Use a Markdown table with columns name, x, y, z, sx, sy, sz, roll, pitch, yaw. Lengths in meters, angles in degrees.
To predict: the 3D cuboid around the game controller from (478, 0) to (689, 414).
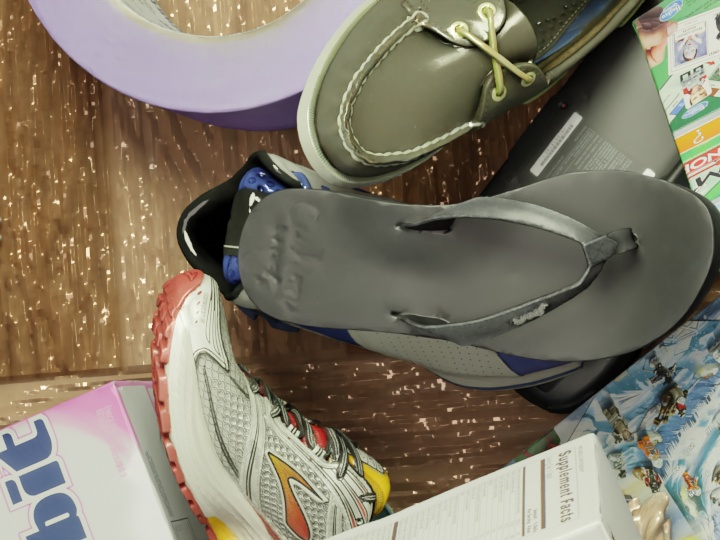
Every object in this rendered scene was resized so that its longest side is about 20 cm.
| name | x | y | z | sx | sy | sz | roll | pitch | yaw |
| --- | --- | --- | --- | --- | --- | --- | --- | --- | --- |
| game controller | 0.117 | -0.035 | 1.110 | 0.104 | 0.042 | 0.200 | 41 | 97 | 27 |

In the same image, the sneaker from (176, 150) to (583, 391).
| name | x | y | z | sx | sy | sz | roll | pitch | yaw |
| --- | --- | --- | --- | --- | --- | --- | --- | --- | --- |
| sneaker | -0.001 | 0.000 | 1.072 | 0.199 | 0.115 | 0.081 | 9 | 85 | 28 |

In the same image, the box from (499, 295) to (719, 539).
| name | x | y | z | sx | sy | sz | roll | pitch | yaw |
| --- | --- | --- | --- | --- | --- | --- | --- | --- | --- |
| box | 0.149 | 0.102 | 1.052 | 0.200 | 0.040 | 0.137 | -42 | 78 | 33 |

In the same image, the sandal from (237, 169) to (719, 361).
| name | x | y | z | sx | sy | sz | roll | pitch | yaw |
| --- | --- | --- | --- | --- | --- | --- | --- | --- | --- |
| sandal | 0.046 | 0.000 | 0.987 | 0.200 | 0.043 | 0.076 | -3 | 90 | 15 |

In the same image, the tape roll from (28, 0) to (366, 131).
| name | x | y | z | sx | sy | sz | roll | pitch | yaw |
| --- | --- | --- | --- | --- | --- | --- | --- | --- | --- |
| tape roll | -0.055 | -0.167 | 1.131 | 0.200 | 0.085 | 0.200 | 0 | 88 | 13 |

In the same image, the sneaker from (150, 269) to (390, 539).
| name | x | y | z | sx | sy | sz | roll | pitch | yaw |
| --- | --- | --- | --- | --- | --- | --- | --- | --- | --- |
| sneaker | -0.035 | 0.083 | 1.071 | 0.082 | 0.078 | 0.200 | -22 | 117 | 4 |

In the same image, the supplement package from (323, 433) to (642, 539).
| name | x | y | z | sx | sy | sz | roll | pitch | yaw |
| --- | --- | --- | --- | --- | --- | --- | --- | --- | --- |
| supplement package | 0.023 | 0.162 | 0.962 | 0.200 | 0.114 | 0.110 | -22 | 101 | 10 |

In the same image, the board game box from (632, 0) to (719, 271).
| name | x | y | z | sx | sy | sz | roll | pitch | yaw |
| --- | --- | --- | --- | --- | --- | --- | --- | --- | --- |
| board game box | 0.210 | -0.099 | 0.977 | 0.200 | 0.029 | 0.135 | -33 | 50 | 26 |

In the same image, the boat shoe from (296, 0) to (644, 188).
| name | x | y | z | sx | sy | sz | roll | pitch | yaw |
| --- | --- | --- | --- | --- | --- | --- | --- | --- | --- |
| boat shoe | 0.055 | -0.103 | 1.054 | 0.202 | 0.060 | 0.072 | -39 | 109 | -32 |

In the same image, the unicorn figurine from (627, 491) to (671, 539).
| name | x | y | z | sx | sy | sz | roll | pitch | yaw |
| --- | --- | --- | --- | --- | --- | --- | --- | --- | --- |
| unicorn figurine | 0.059 | 0.180 | 1.050 | 0.200 | 0.074 | 0.137 | -24 | 97 | 26 |

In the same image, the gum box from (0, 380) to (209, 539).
| name | x | y | z | sx | sy | sz | roll | pitch | yaw |
| --- | --- | --- | --- | --- | --- | --- | --- | --- | --- |
| gum box | -0.116 | 0.162 | 1.111 | 0.113 | 0.066 | 0.200 | -23 | 82 | 11 |

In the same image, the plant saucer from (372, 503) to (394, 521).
| name | x | y | z | sx | sy | sz | roll | pitch | yaw |
| --- | --- | --- | --- | --- | --- | --- | --- | --- | --- |
| plant saucer | -0.062 | 0.168 | 1.146 | 0.200 | 0.027 | 0.200 | -1 | 86 | 14 |
